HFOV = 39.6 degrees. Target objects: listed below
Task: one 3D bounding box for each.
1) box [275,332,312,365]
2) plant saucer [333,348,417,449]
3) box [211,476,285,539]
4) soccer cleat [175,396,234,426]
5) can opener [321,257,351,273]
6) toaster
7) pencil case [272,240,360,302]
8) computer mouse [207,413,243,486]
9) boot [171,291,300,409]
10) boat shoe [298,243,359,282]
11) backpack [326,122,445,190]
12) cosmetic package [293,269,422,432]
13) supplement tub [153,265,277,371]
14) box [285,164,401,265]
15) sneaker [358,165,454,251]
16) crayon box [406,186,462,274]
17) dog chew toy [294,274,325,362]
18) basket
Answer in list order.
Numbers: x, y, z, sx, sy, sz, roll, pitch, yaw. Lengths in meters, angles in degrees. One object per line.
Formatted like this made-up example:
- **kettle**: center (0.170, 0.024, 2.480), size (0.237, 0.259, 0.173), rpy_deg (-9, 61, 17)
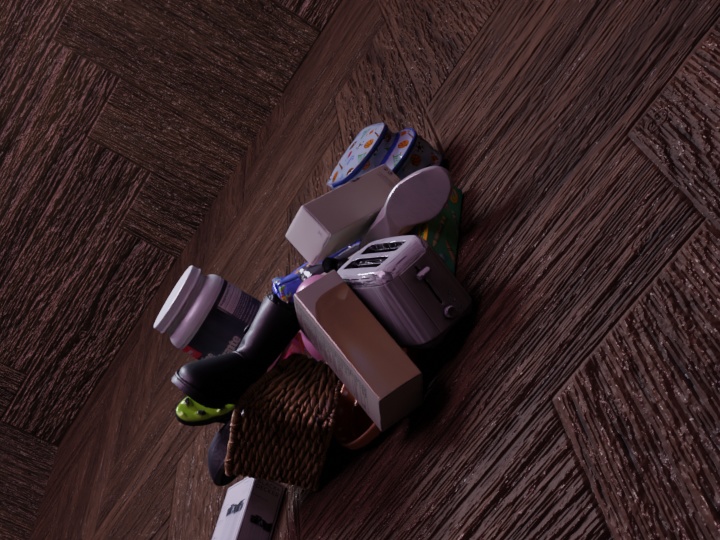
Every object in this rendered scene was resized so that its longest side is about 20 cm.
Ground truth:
- **box**: center (-0.133, 0.216, 1.718), size (0.200, 0.095, 0.103), rpy_deg (-51, 19, 28)
- **plant saucer**: center (0.026, 0.170, 1.467), size (0.200, 0.032, 0.200), rpy_deg (-50, 21, 27)
- **box**: center (-0.195, 0.439, 1.613), size (0.117, 0.060, 0.200), rpy_deg (-40, 28, 48)
- **soccer cleat**: center (-0.214, 0.216, 1.576), size (0.200, 0.067, 0.081), rpy_deg (-19, -43, -52)
- **can opener**: center (0.000, 0.000, 1.585), size (0.063, 0.200, 0.079), rpy_deg (-8, 83, 33)
- **toaster**: center (0.053, 0.029, 1.383), size (0.114, 0.129, 0.200), rpy_deg (-40, 17, -23)
- **pencil case**: center (-0.060, 0.005, 1.731), size (0.200, 0.087, 0.078), rpy_deg (-30, 46, -1)
- **computer mouse**: center (-0.180, 0.243, 1.554), size (0.200, 0.053, 0.138), rpy_deg (-57, -20, 8)
- **boot**: center (-0.164, 0.105, 1.394), size (0.168, 0.076, 0.200), rpy_deg (-57, -21, 5)
- **boat shoe**: center (-0.013, -0.023, 1.656), size (0.200, 0.073, 0.063), rpy_deg (-30, 51, -20)
- **backpack**: center (0.048, -0.169, 1.741), size (0.190, 0.154, 0.200), rpy_deg (2, 61, 58)
- **cosmetic package**: center (-0.003, 0.107, 1.344), size (0.071, 0.200, 0.105), rpy_deg (-32, -27, -16)
- **supplement tub**: center (-0.232, 0.095, 1.693), size (0.140, 0.200, 0.140), rpy_deg (-53, 14, 19)
- **box**: center (-0.017, -0.089, 1.551), size (0.200, 0.068, 0.082), rpy_deg (-30, -18, -43)
- **sneaker**: center (0.071, -0.098, 1.509), size (0.200, 0.075, 0.089), rpy_deg (-45, 7, 36)
- **crayon box**: center (0.095, -0.039, 1.546), size (0.119, 0.058, 0.200), rpy_deg (-44, 24, 40)
- **dog chew toy**: center (-0.045, 0.071, 1.551), size (0.200, 0.124, 0.125), rpy_deg (62, -134, -60)
- **basket**: center (-0.113, 0.213, 1.489), size (0.200, 0.149, 0.143), rpy_deg (103, 177, -47)
